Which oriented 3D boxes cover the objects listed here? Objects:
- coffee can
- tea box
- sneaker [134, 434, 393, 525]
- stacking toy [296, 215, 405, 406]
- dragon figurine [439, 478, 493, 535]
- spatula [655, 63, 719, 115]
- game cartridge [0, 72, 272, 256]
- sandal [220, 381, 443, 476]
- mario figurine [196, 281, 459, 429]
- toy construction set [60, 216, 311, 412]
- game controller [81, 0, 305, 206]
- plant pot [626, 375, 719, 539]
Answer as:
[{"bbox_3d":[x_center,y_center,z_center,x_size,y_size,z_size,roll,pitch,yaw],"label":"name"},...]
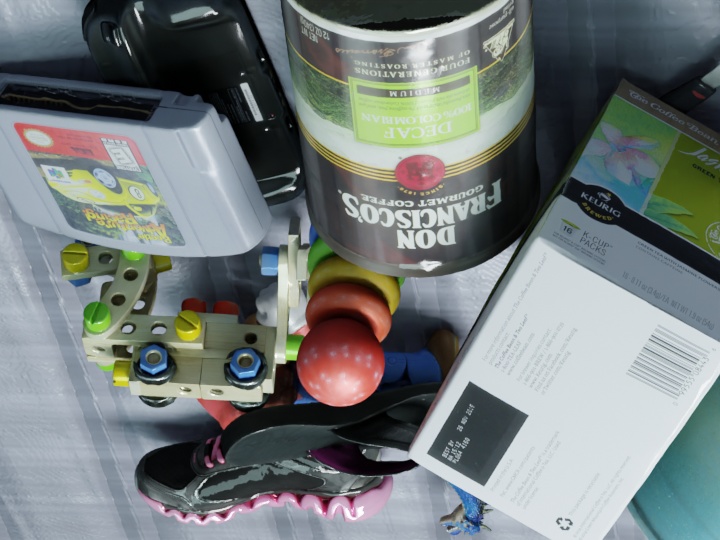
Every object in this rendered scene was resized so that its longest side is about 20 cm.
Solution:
[{"bbox_3d":[0.030,-0.115,1.232,0.146,0.146,0.200,2,139,8],"label":"coffee can"},{"bbox_3d":[0.149,0.027,1.288,0.134,0.197,0.200,29,130,2],"label":"tea box"},{"bbox_3d":[-0.076,0.140,1.611,0.200,0.079,0.095,-3,132,2],"label":"sneaker"},{"bbox_3d":[0.000,0.000,1.329,0.085,0.200,0.085,5,139,4],"label":"stacking toy"},{"bbox_3d":[0.103,0.131,1.572,0.099,0.059,0.200,26,137,-19],"label":"dragon figurine"},{"bbox_3d":[0.223,-0.126,1.282,0.057,0.021,0.200,28,137,-26],"label":"spatula"},{"bbox_3d":[-0.161,-0.066,1.365,0.200,0.041,0.133,8,147,28],"label":"game cartridge"},{"bbox_3d":[0.001,0.120,1.463,0.200,0.048,0.075,-7,152,-23],"label":"sandal"},{"bbox_3d":[-0.032,0.060,1.521,0.200,0.106,0.124,5,104,-12],"label":"mario figurine"},{"bbox_3d":[-0.109,0.025,1.431,0.200,0.131,0.092,-5,149,15],"label":"toy construction set"},{"bbox_3d":[-0.102,-0.108,1.354,0.104,0.042,0.200,-17,136,6],"label":"game controller"},{"bbox_3d":[0.305,0.113,1.425,0.200,0.200,0.188,27,122,-20],"label":"plant pot"}]
